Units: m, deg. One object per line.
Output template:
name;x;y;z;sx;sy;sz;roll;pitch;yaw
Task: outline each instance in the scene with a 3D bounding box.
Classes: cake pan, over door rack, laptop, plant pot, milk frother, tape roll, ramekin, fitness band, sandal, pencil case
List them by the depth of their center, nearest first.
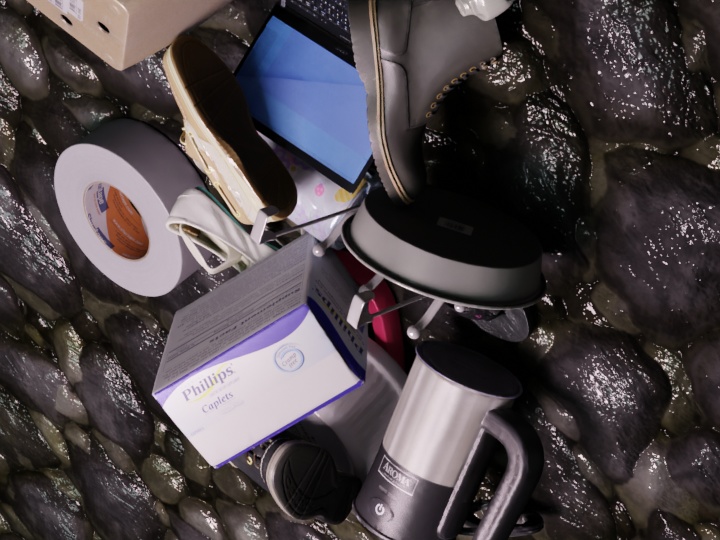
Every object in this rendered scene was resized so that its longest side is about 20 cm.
cake pan;0.082;-0.026;1.620;0.199;0.200;0.037;28;116;25
plant pot;-0.215;-0.308;1.620;0.199;0.177;0.200;37;160;2
laptop;-0.040;-0.208;1.647;0.177;0.103;0.201;34;150;19
over door rack;0.000;0.000;1.652;0.148;0.199;0.067;40;116;26
sandal;0.089;0.001;1.741;0.201;0.048;0.075;47;142;4
pencil case;-0.072;-0.104;1.786;0.199;0.083;0.091;33;130;21
milk frother;0.119;0.188;1.815;0.180;0.200;0.189;28;108;17
ramekin;-0.038;0.160;1.903;0.199;0.105;0.201;26;141;23
fitness band;-0.017;0.061;1.912;0.143;0.037;0.201;17;133;32
tape roll;-0.259;-0.072;2.015;0.199;0.066;0.201;27;137;28

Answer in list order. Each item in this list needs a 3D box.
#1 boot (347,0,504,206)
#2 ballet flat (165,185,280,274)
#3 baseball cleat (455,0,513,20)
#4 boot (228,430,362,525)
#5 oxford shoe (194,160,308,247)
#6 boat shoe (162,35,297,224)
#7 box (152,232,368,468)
boot;0.073;-0.158;1.567;0.137;0.078;0.201;-8;120;9
ballet flat;-0.127;-0.009;1.872;0.200;0.069;0.070;38;141;12
baseball cleat;0.095;-0.275;1.491;0.200;0.106;0.070;54;170;47
boot;-0.096;0.190;1.787;0.153;0.074;0.204;28;174;26
oxford shoe;-0.109;-0.080;1.866;0.199;0.058;0.075;36;144;21
boat shoe;-0.140;-0.129;1.697;0.066;0.074;0.201;-20;104;42
box;-0.094;0.075;1.754;0.183;0.200;0.105;-31;109;14
